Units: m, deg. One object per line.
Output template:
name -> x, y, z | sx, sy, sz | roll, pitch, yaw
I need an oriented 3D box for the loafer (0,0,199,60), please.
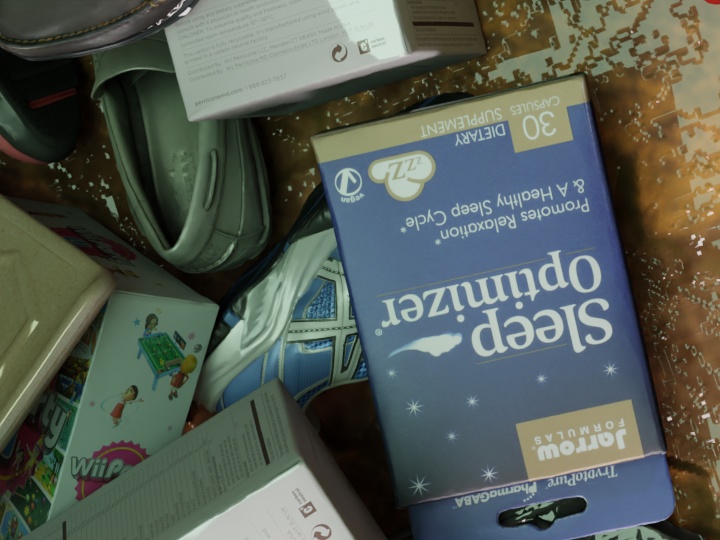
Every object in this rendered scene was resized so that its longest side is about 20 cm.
loafer -> -0.084, -0.145, 0.968 | 0.200, 0.072, 0.073 | -28, 86, 23

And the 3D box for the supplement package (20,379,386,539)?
supplement package -> -0.086, 0.156, 0.991 | 0.200, 0.114, 0.110 | -32, 106, 3

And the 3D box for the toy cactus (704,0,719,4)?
toy cactus -> 0.104, -0.218, 1.009 | 0.165, 0.102, 0.201 | 8, 108, 30

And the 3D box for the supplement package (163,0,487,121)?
supplement package -> -0.033, -0.177, 1.046 | 0.109, 0.114, 0.201 | -15, 89, 21

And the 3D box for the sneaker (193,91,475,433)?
sneaker -> 0.000, 0.000, 1.085 | 0.077, 0.076, 0.200 | 40, 112, -7

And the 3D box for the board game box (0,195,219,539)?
board game box -> -0.151, 0.082, 1.111 | 0.147, 0.064, 0.201 | 31, 108, 51

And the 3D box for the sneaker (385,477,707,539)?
sneaker -> 0.067, 0.152, 1.074 | 0.200, 0.060, 0.104 | -30, 81, 18

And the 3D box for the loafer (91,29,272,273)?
loafer -> -0.092, -0.097, 1.094 | 0.070, 0.070, 0.201 | -22, 79, 26

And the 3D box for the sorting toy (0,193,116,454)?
sorting toy -> -0.212, 0.044, 1.063 | 0.200, 0.036, 0.185 | 32, 86, 42

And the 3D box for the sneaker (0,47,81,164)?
sneaker -> -0.215, -0.107, 1.156 | 0.200, 0.074, 0.087 | 43, 119, 18

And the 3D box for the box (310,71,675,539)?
box -> 0.060, 0.025, 1.017 | 0.121, 0.032, 0.201 | -13, 96, 7
